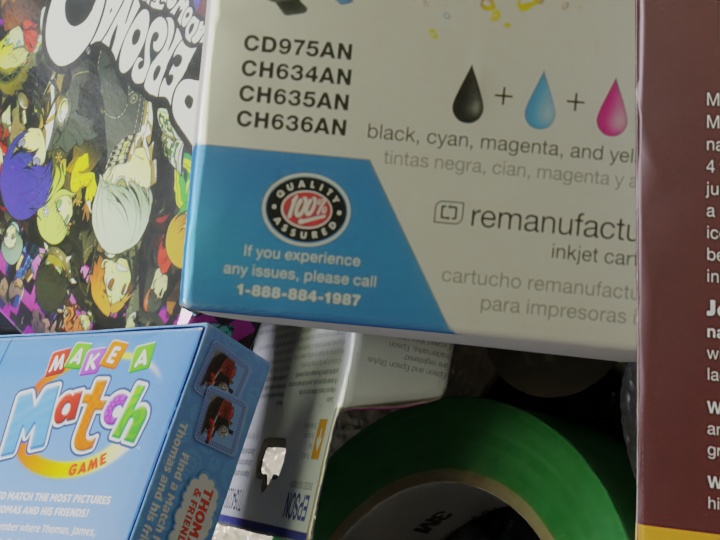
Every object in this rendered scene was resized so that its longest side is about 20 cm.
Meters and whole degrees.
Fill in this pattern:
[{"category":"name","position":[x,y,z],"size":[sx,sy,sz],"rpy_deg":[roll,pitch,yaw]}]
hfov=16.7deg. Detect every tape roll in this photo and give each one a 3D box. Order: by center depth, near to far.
[{"category":"tape roll","position":[0.037,0.146,0.853],"size":[0.200,0.048,0.201],"rpy_deg":[-18,64,44]}]

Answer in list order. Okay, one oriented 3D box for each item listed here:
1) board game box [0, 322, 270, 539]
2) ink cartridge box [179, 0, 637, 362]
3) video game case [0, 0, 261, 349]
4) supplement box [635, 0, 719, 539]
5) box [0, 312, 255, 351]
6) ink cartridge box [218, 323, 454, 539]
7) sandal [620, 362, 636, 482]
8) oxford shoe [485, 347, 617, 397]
[{"category":"board game box","position":[-0.119,0.116,0.810],"size":[0.151,0.037,0.201],"rpy_deg":[-4,61,47]},{"category":"ink cartridge box","position":[0.030,-0.080,0.718],"size":[0.145,0.147,0.201],"rpy_deg":[114,162,-87]},{"category":"video game case","position":[-0.088,-0.059,0.901],"size":[0.200,0.036,0.182],"rpy_deg":[41,114,41]},{"category":"supplement box","position":[0.179,-0.023,0.593],"size":[0.197,0.133,0.201],"rpy_deg":[4,105,26]},{"category":"box","position":[-0.123,-0.035,1.049],"size":[0.200,0.107,0.149],"rpy_deg":[0,77,49]},{"category":"ink cartridge box","position":[0.000,0.000,0.886],"size":[0.196,0.043,0.201],"rpy_deg":[165,116,-78]},{"category":"sandal","position":[0.131,0.106,0.750],"size":[0.075,0.048,0.201],"rpy_deg":[119,143,-59]},{"category":"oxford shoe","position":[0.078,-0.057,0.836],"size":[0.071,0.071,0.201],"rpy_deg":[-161,81,-82]}]
